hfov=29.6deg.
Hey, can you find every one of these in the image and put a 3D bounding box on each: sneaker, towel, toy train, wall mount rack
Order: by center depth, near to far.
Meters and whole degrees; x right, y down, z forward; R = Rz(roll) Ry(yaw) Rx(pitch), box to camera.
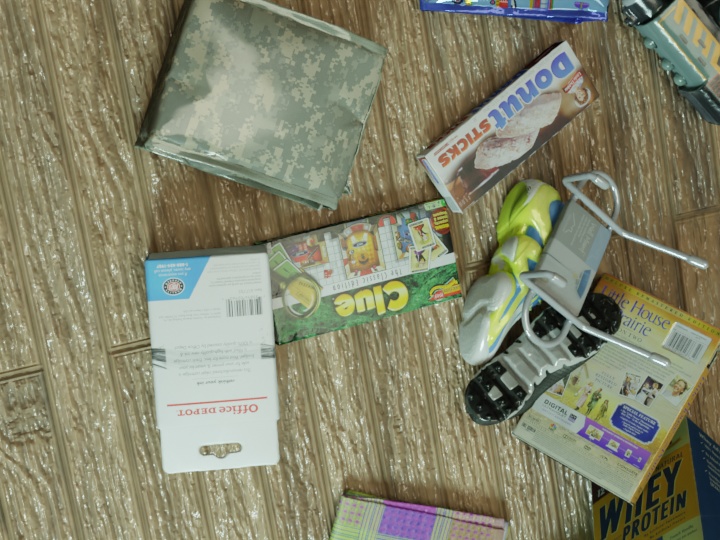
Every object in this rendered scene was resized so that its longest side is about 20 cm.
[{"bbox_3d":[0.249,0.001,1.356,0.174,0.074,0.201,36,69,-26],"label":"wall mount rack"},{"bbox_3d":[0.176,0.013,1.391,0.105,0.076,0.201,22,88,-20],"label":"sneaker"},{"bbox_3d":[0.181,0.093,1.399,0.200,0.091,0.067,-36,79,-16],"label":"sneaker"},{"bbox_3d":[0.054,0.310,1.409,0.199,0.023,0.144,13,92,-19],"label":"towel"},{"bbox_3d":[0.361,-0.247,1.427,0.114,0.085,0.200,-45,108,1],"label":"toy train"}]

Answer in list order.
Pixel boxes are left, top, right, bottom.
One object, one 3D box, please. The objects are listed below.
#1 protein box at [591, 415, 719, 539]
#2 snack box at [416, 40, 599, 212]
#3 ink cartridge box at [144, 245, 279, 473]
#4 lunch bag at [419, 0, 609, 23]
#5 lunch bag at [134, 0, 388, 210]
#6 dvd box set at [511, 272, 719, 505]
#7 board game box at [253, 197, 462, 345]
[{"bbox_3d":[0.354,0.301,1.396,0.198,0.200,0.135,40,119,-18],"label":"protein box"},{"bbox_3d":[0.152,-0.147,1.387,0.200,0.024,0.072,-40,106,-15],"label":"snack box"},{"bbox_3d":[-0.138,0.082,1.284,0.115,0.068,0.201,-4,97,-6],"label":"ink cartridge box"},{"bbox_3d":[0.144,-0.327,1.344,0.199,0.094,0.151,2,98,-10],"label":"lunch bag"},{"bbox_3d":[-0.086,-0.159,1.260,0.199,0.118,0.165,18,89,-15],"label":"lunch bag"},{"bbox_3d":[0.267,0.120,1.409,0.201,0.146,0.029,-60,153,-5],"label":"dvd box set"},{"bbox_3d":[0.000,0.000,1.357,0.199,0.023,0.105,-15,102,-17],"label":"board game box"}]
